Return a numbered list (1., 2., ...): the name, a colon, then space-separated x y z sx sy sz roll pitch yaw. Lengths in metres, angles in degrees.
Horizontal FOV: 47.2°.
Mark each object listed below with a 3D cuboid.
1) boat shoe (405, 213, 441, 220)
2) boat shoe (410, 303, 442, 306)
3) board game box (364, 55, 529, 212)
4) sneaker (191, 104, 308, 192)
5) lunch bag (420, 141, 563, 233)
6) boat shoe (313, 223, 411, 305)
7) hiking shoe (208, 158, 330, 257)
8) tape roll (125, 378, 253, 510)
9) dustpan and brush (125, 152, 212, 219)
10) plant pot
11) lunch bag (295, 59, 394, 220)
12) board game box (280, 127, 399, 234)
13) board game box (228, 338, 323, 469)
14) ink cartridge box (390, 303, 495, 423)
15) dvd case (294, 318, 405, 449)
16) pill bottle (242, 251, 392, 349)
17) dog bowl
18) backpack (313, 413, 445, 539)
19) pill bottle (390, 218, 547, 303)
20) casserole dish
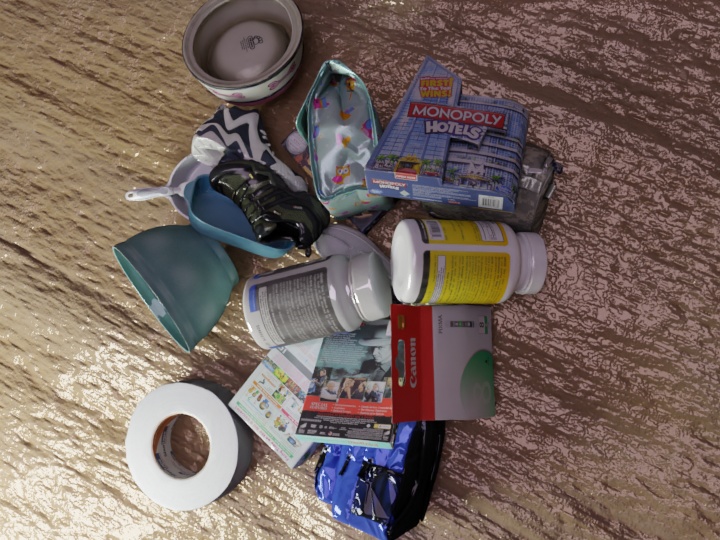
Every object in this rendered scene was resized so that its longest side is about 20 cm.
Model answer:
1. boat shoe: 0.154 -0.030 1.242 0.197 0.070 0.071 18 89 14
2. boat shoe: 0.103 0.038 1.227 0.060 0.072 0.205 8 112 46
3. board game box: 0.122 -0.188 1.101 0.197 0.062 0.203 8 63 11
4. sneaker: -0.162 -0.198 1.322 0.197 0.080 0.131 23 52 -9
5. lunch bag: 0.184 -0.130 1.190 0.197 0.168 0.141 18 91 14
6. boat shoe: 0.000 0.000 1.273 0.199 0.068 0.072 41 117 10
7. hiking shoe: -0.146 -0.096 1.243 0.198 0.101 0.076 24 136 1
8. tape roll: -0.276 0.279 1.332 0.197 0.066 0.204 -1 87 13
9. dustpan and brush: -0.288 -0.132 1.361 0.197 0.057 0.142 -7 85 13
10. plant pot: -0.277 0.008 1.298 0.134 0.201 0.201 -38 78 -19
11. lunch bag: -0.022 -0.191 1.207 0.120 0.170 0.203 -12 84 5
12. board game box: -0.014 -0.178 1.310 0.136 0.035 0.200 -45 78 7
13. board game box: -0.088 0.183 1.293 0.147 0.064 0.201 41 95 13
14. ink cartridge box: 0.119 0.128 1.153 0.050 0.199 0.164 -6 82 37
15. dvd case: -0.001 0.155 1.176 0.144 0.022 0.202 0 52 20
16. pill bottle: -0.061 0.041 1.203 0.197 0.114 0.116 -13 84 18
17. dog bowl: -0.179 -0.352 1.316 0.197 0.074 0.203 -4 65 9
18. backpack: 0.031 0.265 1.208 0.166 0.162 0.203 17 91 17
19. pill bottle: 0.147 -0.011 1.127 0.197 0.112 0.114 1 87 -12
20. casserole dish: -0.186 -0.080 1.291 0.197 0.122 0.039 19 131 -17
